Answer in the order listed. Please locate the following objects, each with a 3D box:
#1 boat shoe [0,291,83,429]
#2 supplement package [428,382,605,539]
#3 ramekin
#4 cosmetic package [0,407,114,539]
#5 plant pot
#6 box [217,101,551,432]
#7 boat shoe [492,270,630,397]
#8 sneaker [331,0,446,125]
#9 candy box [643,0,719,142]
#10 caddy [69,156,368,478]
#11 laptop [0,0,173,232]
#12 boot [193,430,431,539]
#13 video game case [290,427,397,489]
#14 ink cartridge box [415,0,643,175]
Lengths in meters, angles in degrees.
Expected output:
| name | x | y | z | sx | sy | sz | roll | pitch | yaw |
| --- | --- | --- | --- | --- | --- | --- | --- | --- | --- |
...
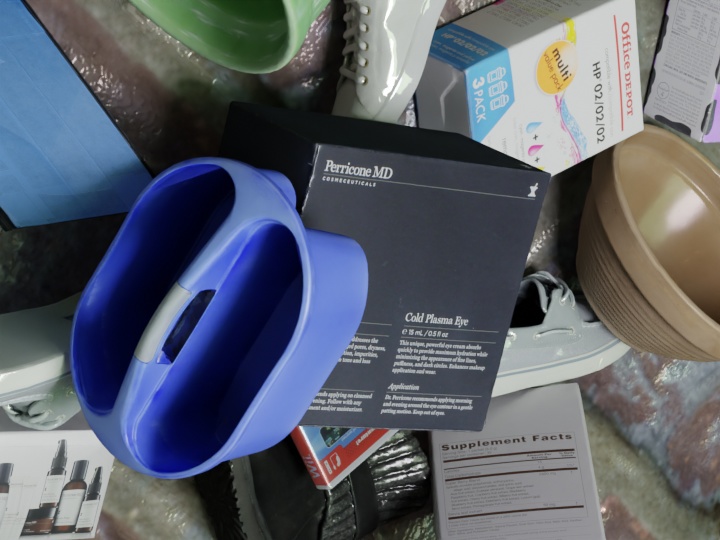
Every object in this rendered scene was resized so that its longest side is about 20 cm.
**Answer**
| name | x | y | z | sx | sy | sz | roll | pitch | yaw |
| --- | --- | --- | --- | --- | --- | --- | --- | --- | --- |
| boat shoe | -0.191 | 0.064 | 1.501 | 0.200 | 0.070 | 0.072 | -20 | 123 | -52 |
| supplement package | 0.114 | 0.193 | 1.741 | 0.119 | 0.200 | 0.122 | -5 | 124 | 2 |
| ramekin | -0.085 | -0.223 | 1.401 | 0.098 | 0.199 | 0.200 | -47 | 133 | -22 |
| cosmetic package | -0.254 | 0.130 | 1.527 | 0.199 | 0.051 | 0.083 | 2 | 109 | -41 |
| plant pot | 0.229 | -0.004 | 1.808 | 0.200 | 0.202 | 0.093 | 18 | 136 | -44 |
| box | 0.000 | 0.000 | 1.542 | 0.199 | 0.104 | 0.183 | 6 | 105 | -39 |
| boat shoe | 0.133 | 0.041 | 1.795 | 0.200 | 0.070 | 0.072 | -16 | 121 | -33 |
| sneaker | 0.008 | -0.177 | 1.595 | 0.084 | 0.073 | 0.201 | 21 | 94 | -27 |
| candy box | 0.318 | -0.206 | 1.829 | 0.167 | 0.071 | 0.201 | -4 | 114 | -38 |
| caddy | -0.090 | 0.027 | 1.408 | 0.105 | 0.141 | 0.201 | -5 | 132 | -58 |
| laptop | -0.251 | -0.048 | 1.397 | 0.200 | 0.116 | 0.188 | -46 | 132 | -13 |
| boot | -0.038 | 0.122 | 1.684 | 0.157 | 0.079 | 0.212 | -31 | 134 | -21 |
| video game case | -0.021 | 0.027 | 1.635 | 0.143 | 0.017 | 0.201 | -39 | 112 | -34 |
| ink cartridge box | 0.137 | -0.139 | 1.711 | 0.199 | 0.068 | 0.116 | -27 | 126 | -28 |
